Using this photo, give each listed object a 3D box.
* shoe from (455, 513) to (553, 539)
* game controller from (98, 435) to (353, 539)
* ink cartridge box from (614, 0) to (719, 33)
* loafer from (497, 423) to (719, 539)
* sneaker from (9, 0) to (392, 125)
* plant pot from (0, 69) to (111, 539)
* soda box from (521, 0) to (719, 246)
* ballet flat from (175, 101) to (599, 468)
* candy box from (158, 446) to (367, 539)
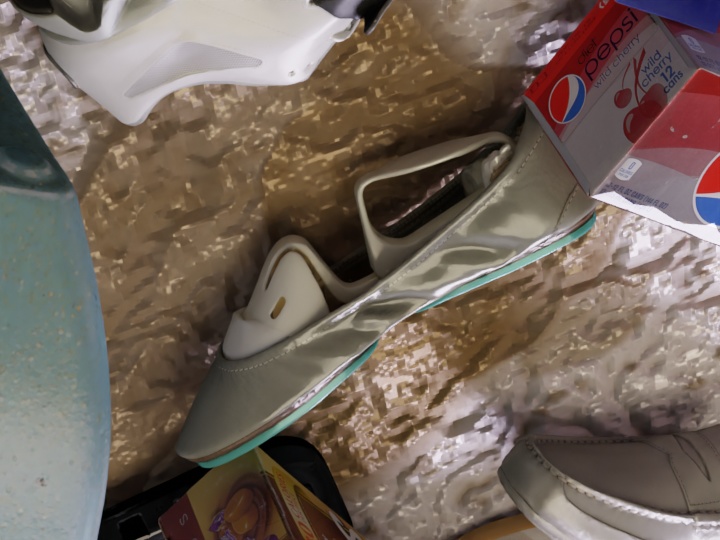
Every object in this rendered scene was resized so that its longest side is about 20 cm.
[{"bbox_3d":[0.031,0.170,1.245,0.199,0.054,0.070,-24,135,-3],"label":"shoe"},{"bbox_3d":[-0.098,0.137,1.178,0.199,0.042,0.104,-24,149,-2],"label":"game controller"},{"bbox_3d":[0.153,-0.180,0.980,0.136,0.077,0.200,14,124,-33],"label":"ink cartridge box"},{"bbox_3d":[0.144,0.095,1.225,0.199,0.070,0.070,12,119,-41],"label":"loafer"},{"bbox_3d":[-0.017,-0.114,0.967,0.199,0.074,0.089,-22,135,9],"label":"sneaker"},{"bbox_3d":[-0.190,0.024,0.935,0.195,0.196,0.201,8,115,-29],"label":"plant pot"},{"bbox_3d":[0.160,-0.048,1.092,0.199,0.064,0.070,18,121,-43],"label":"soda box"},{"bbox_3d":[0.000,0.000,1.088,0.199,0.067,0.064,-32,107,5],"label":"ballet flat"},{"bbox_3d":[0.010,0.169,1.129,0.056,0.117,0.200,-40,128,10],"label":"candy box"}]
